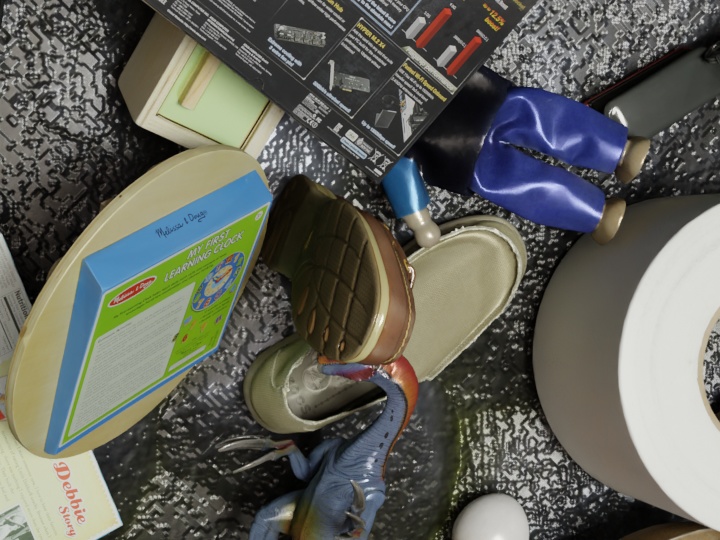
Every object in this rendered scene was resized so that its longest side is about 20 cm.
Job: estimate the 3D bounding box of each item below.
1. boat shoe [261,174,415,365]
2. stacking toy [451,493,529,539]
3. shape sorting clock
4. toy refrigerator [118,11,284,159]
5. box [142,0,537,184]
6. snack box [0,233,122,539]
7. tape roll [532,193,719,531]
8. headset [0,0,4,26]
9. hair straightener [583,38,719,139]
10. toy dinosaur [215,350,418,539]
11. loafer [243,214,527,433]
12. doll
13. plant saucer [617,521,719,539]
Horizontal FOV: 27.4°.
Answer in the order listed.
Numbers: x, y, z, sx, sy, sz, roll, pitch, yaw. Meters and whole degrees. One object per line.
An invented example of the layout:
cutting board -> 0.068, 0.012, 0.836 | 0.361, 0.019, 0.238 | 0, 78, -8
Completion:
boat shoe -> 0.000, 0.000, 0.819 | 0.067, 0.200, 0.072 | 21, 102, -20
stacking toy -> 0.049, 0.231, 0.926 | 0.146, 0.146, 0.200 | 32, 72, -16
shape sorting clock -> -0.119, 0.017, 0.810 | 0.039, 0.200, 0.200 | 38, 89, 17
toy refrigerator -> -0.050, -0.160, 0.816 | 0.076, 0.070, 0.200 | 24, 109, -30
box -> -0.012, -0.161, 0.760 | 0.200, 0.050, 0.158 | 35, 100, -36
snack box -> -0.222, 0.086, 0.833 | 0.116, 0.037, 0.201 | -27, 116, -21
tape roll -> 0.222, 0.053, 0.899 | 0.202, 0.139, 0.204 | 0, 92, -14
headset -> -0.248, -0.161, 0.769 | 0.123, 0.094, 0.200 | 31, 105, 14
hair straightener -> 0.237, -0.128, 0.918 | 0.199, 0.077, 0.041 | -25, 103, -9
toy dinosaur -> -0.022, 0.124, 0.867 | 0.105, 0.200, 0.182 | 39, 94, 18
loafer -> 0.023, 0.040, 0.898 | 0.200, 0.068, 0.076 | -36, 106, -5
doll -> 0.064, -0.077, 0.879 | 0.199, 0.048, 0.137 | 21, 94, -2
plant saucer -> 0.175, 0.226, 0.948 | 0.200, 0.035, 0.201 | -18, 133, -20
